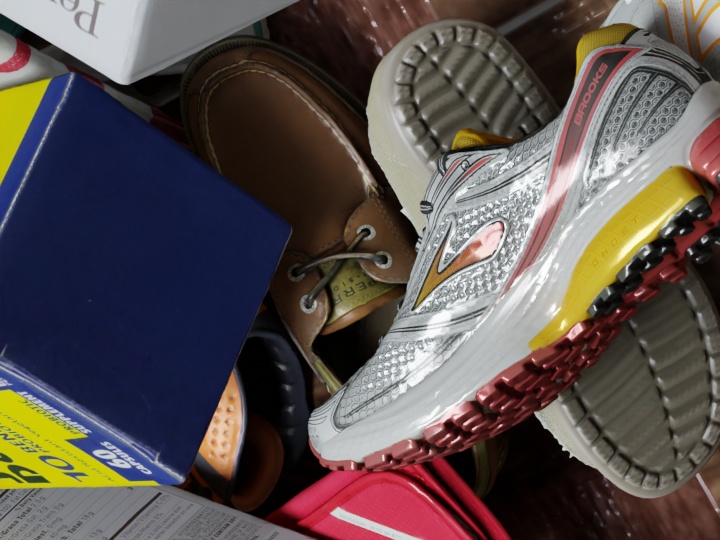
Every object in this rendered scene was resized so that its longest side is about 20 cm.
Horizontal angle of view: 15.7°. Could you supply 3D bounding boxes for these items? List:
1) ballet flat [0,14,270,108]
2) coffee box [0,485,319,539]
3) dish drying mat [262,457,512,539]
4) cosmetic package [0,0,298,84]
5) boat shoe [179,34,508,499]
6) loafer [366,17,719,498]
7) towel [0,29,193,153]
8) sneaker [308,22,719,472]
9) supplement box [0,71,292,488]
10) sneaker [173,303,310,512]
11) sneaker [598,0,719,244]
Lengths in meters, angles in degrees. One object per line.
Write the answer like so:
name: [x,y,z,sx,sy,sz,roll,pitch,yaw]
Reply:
ballet flat: [-0.119,-0.087,1.070,0.200,0.069,0.069,-10,104,37]
coffee box: [-0.073,0.154,1.040,0.200,0.080,0.114,16,133,32]
dish drying mat: [-0.011,0.126,1.038,0.077,0.018,0.200,48,141,-3]
cosmetic package: [-0.076,-0.204,0.913,0.165,0.165,0.200,30,125,22]
boat shoe: [0.000,0.000,0.993,0.072,0.068,0.200,-33,105,7]
loafer: [0.068,-0.006,0.967,0.200,0.076,0.068,59,168,-13]
towel: [-0.153,-0.067,1.007,0.144,0.200,0.023,0,74,34]
sneaker: [0.052,-0.003,0.894,0.200,0.078,0.082,-45,71,23]
supplement box: [-0.139,0.011,0.983,0.109,0.110,0.200,35,156,-29]
sneaker: [-0.095,0.078,1.113,0.112,0.078,0.200,42,128,14]
sneaker: [0.118,-0.097,0.889,0.092,0.076,0.200,15,117,35]
